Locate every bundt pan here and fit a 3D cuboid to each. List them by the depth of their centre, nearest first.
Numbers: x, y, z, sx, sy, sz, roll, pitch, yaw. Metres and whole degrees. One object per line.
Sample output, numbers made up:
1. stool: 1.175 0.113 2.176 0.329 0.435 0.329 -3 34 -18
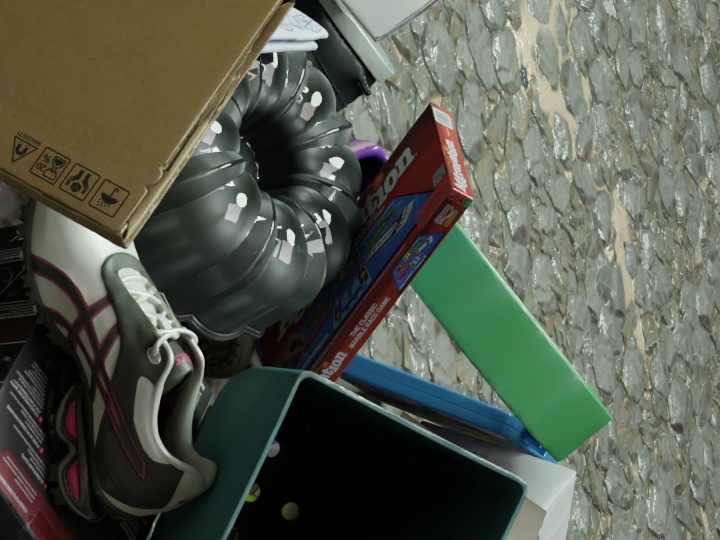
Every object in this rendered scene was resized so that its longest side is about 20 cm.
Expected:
1. bundt pan: -0.070 -0.063 1.298 0.201 0.075 0.204 24 58 -46

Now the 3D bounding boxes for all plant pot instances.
1. plant pot: -0.032 0.135 1.187 0.141 0.200 0.142 28 85 -19

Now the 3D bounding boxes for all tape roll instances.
1. tape roll: 0.084 0.032 1.415 0.201 0.048 0.200 52 3 -4

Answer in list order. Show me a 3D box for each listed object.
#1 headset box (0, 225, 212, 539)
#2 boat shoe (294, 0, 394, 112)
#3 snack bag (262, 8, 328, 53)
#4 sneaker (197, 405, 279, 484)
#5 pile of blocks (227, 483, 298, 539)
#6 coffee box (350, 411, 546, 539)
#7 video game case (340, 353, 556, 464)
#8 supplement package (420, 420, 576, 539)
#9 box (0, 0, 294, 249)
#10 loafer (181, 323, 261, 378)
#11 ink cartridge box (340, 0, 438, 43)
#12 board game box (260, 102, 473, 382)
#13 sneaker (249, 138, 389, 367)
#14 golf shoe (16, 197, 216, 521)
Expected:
1. headset box: -0.174 0.092 1.202 0.149 0.077 0.201 59 38 -34
2. boat shoe: -0.057 -0.194 1.480 0.200 0.060 0.076 52 8 -12
3. snack bag: -0.137 -0.176 1.237 0.188 0.199 0.022 -13 133 -61
4. sneaker: -0.039 0.144 1.435 0.200 0.075 0.089 31 61 -52
5. pile of blocks: -0.095 0.188 1.321 0.082 0.062 0.201 84 29 -49
6. coffee box: 0.014 0.203 1.359 0.114 0.200 0.080 34 34 -1
7. video game case: 0.055 0.094 1.500 0.018 0.142 0.200 -67 162 -5
8. supplement package: 0.059 0.228 1.477 0.120 0.120 0.202 -38 139 -57
9. box: -0.156 -0.123 1.119 0.164 0.199 0.021 -56 160 -16
10. loafer: -0.095 -0.034 1.371 0.067 0.076 0.202 -20 102 -53
11. ink cartridge box: -0.026 -0.268 1.443 0.146 0.085 0.200 46 9 -47
12. board game box: 0.000 0.000 1.342 0.019 0.200 0.103 27 26 -21
13. sneaker: -0.025 -0.014 1.480 0.081 0.088 0.201 50 44 -45
14. golf shoe: -0.122 0.030 1.149 0.077 0.087 0.202 -8 87 -58
